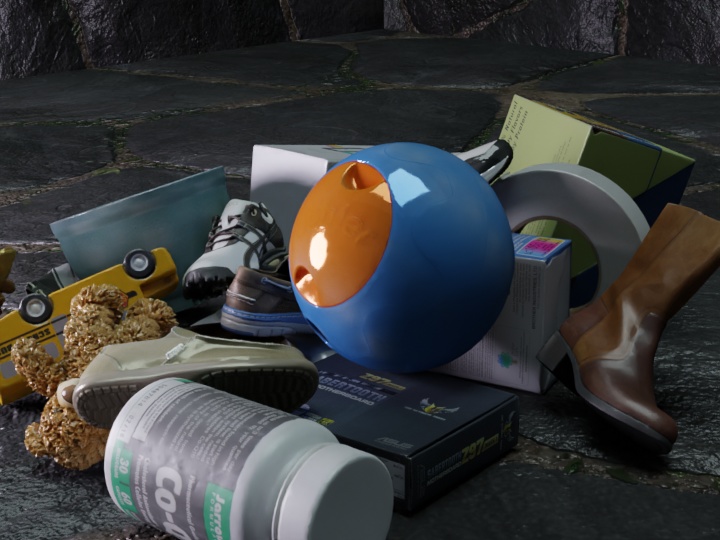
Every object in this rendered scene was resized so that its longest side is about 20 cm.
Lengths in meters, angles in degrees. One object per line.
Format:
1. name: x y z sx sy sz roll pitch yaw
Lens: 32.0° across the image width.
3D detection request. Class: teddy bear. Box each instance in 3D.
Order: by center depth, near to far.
1. teddy bear: -0.227 0.080 1.102 0.144 0.067 0.200 31 40 6

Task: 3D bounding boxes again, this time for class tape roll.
1. tape roll: 0.193 -0.007 1.243 0.201 0.205 0.037 8 20 28

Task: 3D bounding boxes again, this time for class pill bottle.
1. pill bottle: -0.081 0.153 0.907 0.199 0.114 0.113 12 22 38

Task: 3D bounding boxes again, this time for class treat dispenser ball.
1. treat dispenser ball: 0.036 -0.011 1.105 0.199 0.203 0.201 -1 18 0

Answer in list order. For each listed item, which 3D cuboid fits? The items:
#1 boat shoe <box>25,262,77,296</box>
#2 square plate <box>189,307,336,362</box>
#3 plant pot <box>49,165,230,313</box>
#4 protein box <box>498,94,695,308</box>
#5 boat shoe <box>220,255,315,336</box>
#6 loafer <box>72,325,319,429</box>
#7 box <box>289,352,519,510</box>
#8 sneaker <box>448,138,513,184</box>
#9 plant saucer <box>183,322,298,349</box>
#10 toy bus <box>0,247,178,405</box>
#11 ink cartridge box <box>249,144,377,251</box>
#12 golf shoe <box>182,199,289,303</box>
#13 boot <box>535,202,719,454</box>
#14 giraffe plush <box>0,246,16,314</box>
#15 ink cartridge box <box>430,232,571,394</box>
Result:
1. boat shoe: -0.316 0.053 1.322 0.063 0.071 0.200 -21 23 -13
2. square plate: -0.063 0.053 1.359 0.199 0.029 0.198 9 20 30
3. plant pot: -0.225 -0.020 1.380 0.199 0.135 0.200 -18 6 2
4. protein box: 0.232 -0.067 1.386 0.134 0.200 0.200 15 12 -21
5. boat shoe: -0.052 0.022 1.251 0.072 0.073 0.199 18 14 35
6. loafer: -0.133 0.081 1.023 0.198 0.076 0.069 -2 45 -7
7. box: 0.013 0.130 1.076 0.199 0.051 0.157 13 21 39
8. sneaker: 0.053 -0.089 1.228 0.199 0.081 0.074 -23 1 16
9. plant saucer: -0.144 0.096 1.193 0.198 0.035 0.201 -4 23 2
10. toy bus: -0.266 0.050 1.202 0.199 0.079 0.065 -25 -8 -20
11. ink cartridge box: -0.012 -0.070 1.497 0.199 0.148 0.145 -4 14 -41
12. golf shoe: -0.137 -0.023 1.293 0.077 0.095 0.200 -14 3 17
13. boot: 0.269 0.047 1.097 0.200 0.068 0.188 -47 24 2
14. giraffe plush: -0.447 0.009 1.298 0.161 0.202 0.172 -10 -5 -41
15. ink cartridge box: 0.103 0.030 1.240 0.198 0.138 0.076 9 19 27
